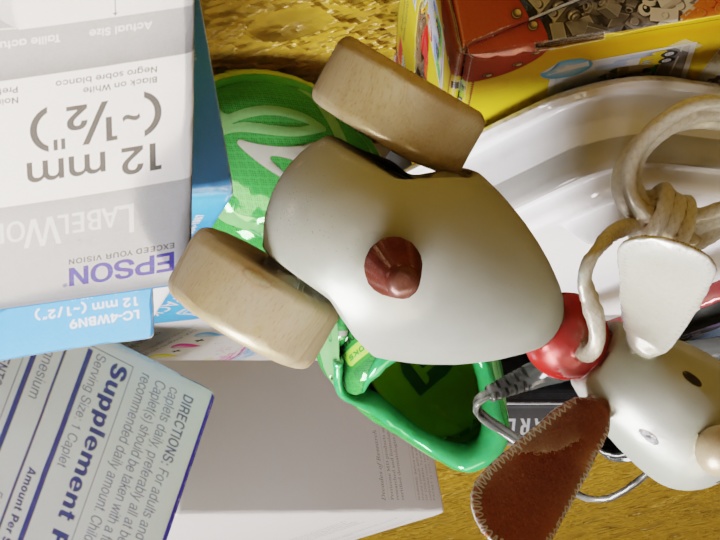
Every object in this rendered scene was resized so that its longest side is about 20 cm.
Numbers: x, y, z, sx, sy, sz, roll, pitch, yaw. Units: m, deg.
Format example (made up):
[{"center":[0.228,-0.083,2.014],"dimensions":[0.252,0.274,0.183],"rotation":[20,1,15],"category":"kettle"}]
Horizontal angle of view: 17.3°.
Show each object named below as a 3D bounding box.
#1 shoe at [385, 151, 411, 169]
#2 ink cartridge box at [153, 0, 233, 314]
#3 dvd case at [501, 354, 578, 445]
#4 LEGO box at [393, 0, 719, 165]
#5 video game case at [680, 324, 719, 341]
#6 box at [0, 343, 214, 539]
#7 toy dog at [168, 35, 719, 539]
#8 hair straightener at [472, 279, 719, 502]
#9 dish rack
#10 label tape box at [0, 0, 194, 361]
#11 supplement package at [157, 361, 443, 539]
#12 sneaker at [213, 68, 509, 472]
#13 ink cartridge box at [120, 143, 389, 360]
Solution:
[{"center":[0.110,-0.047,0.977],"dimensions":[0.199,0.072,0.091],"rotation":[-20,160,20],"category":"shoe"},{"center":[-0.159,-0.032,0.805],"dimensions":[0.199,0.084,0.145],"rotation":[-5,164,-19],"category":"ink cartridge box"},{"center":[0.074,0.036,1.113],"dimensions":[0.149,0.025,0.200],"rotation":[0,-163,-15],"category":"dvd case"},{"center":[0.092,-0.085,0.804],"dimensions":[0.148,0.078,0.200],"rotation":[-9,165,-4],"category":"LEGO box"},{"center":[0.196,-0.012,1.016],"dimensions":[0.180,0.026,0.200],"rotation":[-2,158,-40],"category":"video game case"},{"center":[-0.186,0.097,0.939],"dimensions":[0.199,0.185,0.105],"rotation":[28,150,-18],"category":"box"},{"center":[0.048,0.013,0.683],"dimensions":[0.199,0.133,0.096],"rotation":[8,-162,-22],"category":"toy dog"},{"center":[0.124,0.036,0.814],"dimensions":[0.199,0.077,0.041],"rotation":[-17,150,31],"category":"hair straightener"},{"center":[0.095,-0.013,0.838],"dimensions":[0.199,0.044,0.171],"rotation":[2,160,-43],"category":"dish rack"},{"center":[-0.122,-0.031,0.680],"dimensions":[0.142,0.066,0.201],"rotation":[-8,128,-15],"category":"label tape box"},{"center":[-0.072,0.082,1.231],"dimensions":[0.121,0.121,0.199],"rotation":[-21,163,39],"category":"supplement package"},{"center":[0.000,0.000,0.911],"dimensions":[0.074,0.200,0.084],"rotation":[-41,-154,3],"category":"sneaker"},{"center":[-0.028,-0.007,1.030],"dimensions":[0.199,0.068,0.115],"rotation":[1,162,-39],"category":"ink cartridge box"}]
